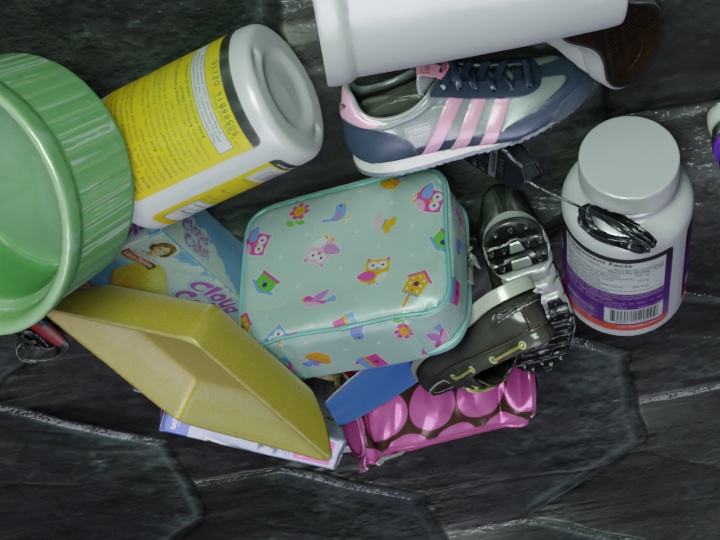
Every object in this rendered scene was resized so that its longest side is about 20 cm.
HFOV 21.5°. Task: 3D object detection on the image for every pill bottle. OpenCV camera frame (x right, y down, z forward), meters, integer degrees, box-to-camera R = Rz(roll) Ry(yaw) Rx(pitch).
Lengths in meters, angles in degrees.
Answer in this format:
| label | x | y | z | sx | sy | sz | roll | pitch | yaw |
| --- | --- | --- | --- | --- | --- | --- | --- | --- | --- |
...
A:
| label | x | y | z | sx | sy | sz | roll | pitch | yaw |
| --- | --- | --- | --- | --- | --- | --- | --- | --- | --- |
| pill bottle | 0.225 | -0.039 | 1.608 | 0.111 | 0.112 | 0.200 | -8 | 148 | 1 |
| pill bottle | -0.137 | -0.098 | 1.438 | 0.199 | 0.112 | 0.111 | -23 | 145 | 22 |

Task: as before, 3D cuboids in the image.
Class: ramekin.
| label | x | y | z | sx | sy | sz | roll | pitch | yaw |
| --- | --- | --- | --- | --- | --- | --- | --- | --- | --- |
| ramekin | -0.261 | -0.063 | 1.392 | 0.200 | 0.200 | 0.098 | -37 | 178 | 38 |

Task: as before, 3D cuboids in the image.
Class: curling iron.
| label | x | y | z | sx | sy | sz | roll | pitch | yaw |
| --- | --- | --- | --- | --- | --- | --- | --- | --- | --- |
| curling iron | -0.320 | 0.031 | 1.683 | 0.049 | 0.026 | 0.200 | -19 | 146 | 12 |

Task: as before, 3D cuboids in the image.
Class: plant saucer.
| label | x | y | z | sx | sy | sz | roll | pitch | yaw |
| --- | --- | --- | --- | --- | --- | --- | --- | --- | --- |
| plant saucer | -0.134 | 0.075 | 1.565 | 0.199 | 0.049 | 0.200 | 9 | 153 | 43 |

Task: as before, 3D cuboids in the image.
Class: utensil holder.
| label | x | y | z | sx | sy | sz | roll | pitch | yaw |
| --- | --- | --- | --- | --- | --- | --- | --- | --- | --- |
| utensil holder | 0.061 | -0.221 | 1.238 | 0.199 | 0.171 | 0.170 | -11 | 148 | 0 |

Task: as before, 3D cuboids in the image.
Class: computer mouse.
| label | x | y | z | sx | sy | sz | roll | pitch | yaw |
| --- | --- | --- | --- | --- | --- | --- | --- | --- | --- |
| computer mouse | 0.153 | -0.074 | 1.519 | 0.200 | 0.034 | 0.059 | 33 | 160 | 11 |

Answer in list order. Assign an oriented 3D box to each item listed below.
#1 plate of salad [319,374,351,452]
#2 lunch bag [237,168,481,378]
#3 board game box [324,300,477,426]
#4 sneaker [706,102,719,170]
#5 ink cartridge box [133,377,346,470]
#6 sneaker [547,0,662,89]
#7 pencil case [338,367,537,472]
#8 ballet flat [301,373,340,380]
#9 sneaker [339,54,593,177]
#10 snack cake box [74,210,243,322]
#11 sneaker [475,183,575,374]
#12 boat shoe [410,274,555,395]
| label | x | y | z | sx | sy | sz | roll | pitch | yaw |
| --- | --- | --- | --- | --- | --- | --- | --- | --- | --- |
| plate of salad | -0.005 | 0.145 | 1.912 | 0.199 | 0.048 | 0.200 | -6 | 148 | -4 |
| lunch bag | 0.000 | 0.000 | 1.584 | 0.199 | 0.161 | 0.077 | -12 | 143 | 18 |
| board game box | 0.030 | 0.069 | 1.680 | 0.158 | 0.039 | 0.200 | -34 | 167 | -3 |
| sneaker | 0.351 | -0.060 | 1.611 | 0.069 | 0.100 | 0.200 | -22 | 145 | 26 |
| ink cartridge box | -0.117 | 0.121 | 1.756 | 0.199 | 0.119 | 0.042 | 16 | 111 | -13 |
| sneaker | 0.162 | -0.195 | 1.409 | 0.073 | 0.085 | 0.200 | -56 | 153 | 6 |
| pencil case | 0.077 | 0.126 | 1.824 | 0.199 | 0.094 | 0.091 | -13 | 163 | -14 |
| ballet flat | -0.041 | 0.077 | 1.776 | 0.199 | 0.072 | 0.072 | -8 | 148 | 2 |
| sneaker | 0.079 | -0.136 | 1.468 | 0.199 | 0.070 | 0.082 | -19 | 132 | 5 |
| snack cake box | -0.167 | 0.003 | 1.634 | 0.115 | 0.067 | 0.200 | -19 | 146 | 20 |
| sneaker | 0.143 | 0.002 | 1.669 | 0.066 | 0.091 | 0.200 | -15 | 133 | 4 |
| boat shoe | 0.102 | 0.072 | 1.622 | 0.072 | 0.061 | 0.201 | -23 | 167 | -28 |
